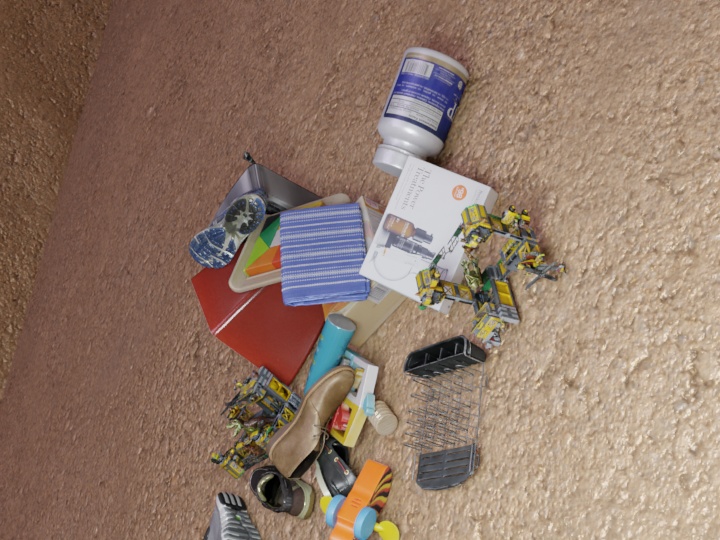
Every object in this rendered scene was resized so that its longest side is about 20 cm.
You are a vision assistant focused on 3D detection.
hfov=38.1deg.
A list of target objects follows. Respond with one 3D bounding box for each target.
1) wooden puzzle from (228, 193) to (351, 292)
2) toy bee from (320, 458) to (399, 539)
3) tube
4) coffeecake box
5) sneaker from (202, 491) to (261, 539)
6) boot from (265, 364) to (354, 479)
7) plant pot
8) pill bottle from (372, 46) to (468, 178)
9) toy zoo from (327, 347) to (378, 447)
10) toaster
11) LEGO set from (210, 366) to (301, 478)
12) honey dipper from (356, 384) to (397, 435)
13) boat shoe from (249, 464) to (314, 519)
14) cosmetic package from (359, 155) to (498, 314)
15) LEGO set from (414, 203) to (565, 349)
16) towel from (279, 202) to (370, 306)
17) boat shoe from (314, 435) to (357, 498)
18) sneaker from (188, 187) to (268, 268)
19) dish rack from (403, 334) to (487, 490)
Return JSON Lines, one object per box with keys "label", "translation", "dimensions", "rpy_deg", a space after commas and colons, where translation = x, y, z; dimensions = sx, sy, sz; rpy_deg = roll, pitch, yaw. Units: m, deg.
{"label": "wooden puzzle", "translation": [-0.125, -0.053, 1.802], "dimensions": [0.197, 0.037, 0.187], "rpy_deg": [-10, 42, 31]}
{"label": "toy bee", "translation": [-0.018, 0.379, 1.524], "dimensions": [0.198, 0.110, 0.130], "rpy_deg": [-33, 46, -22]}
{"label": "tube", "translation": [-0.065, 0.170, 1.707], "dimensions": [0.078, 0.050, 0.203], "rpy_deg": [-59, -8, -70]}
{"label": "coffeecake box", "translation": [0.000, 0.000, 1.773], "dimensions": [0.154, 0.072, 0.202], "rpy_deg": [-47, 36, 28]}
{"label": "sneaker", "translation": [-0.231, 0.488, 1.826], "dimensions": [0.117, 0.074, 0.200], "rpy_deg": [-64, 21, 13]}
{"label": "boot", "translation": [-0.064, 0.239, 1.623], "dimensions": [0.201, 0.073, 0.076], "rpy_deg": [-53, 44, 11]}
{"label": "plant pot", "translation": [-0.164, 0.053, 1.899], "dimensions": [0.176, 0.200, 0.200], "rpy_deg": [-45, 35, 7]}
{"label": "pill bottle", "translation": [0.096, -0.258, 1.752], "dimensions": [0.119, 0.118, 0.203], "rpy_deg": [15, 83, 59]}
{"label": "toy zoo", "translation": [-0.024, 0.199, 1.675], "dimensions": [0.200, 0.020, 0.134], "rpy_deg": [25, 97, 66]}
{"label": "toaster", "translation": [-0.183, -0.090, 1.998], "dimensions": [0.182, 0.198, 0.119], "rpy_deg": [-52, 29, 20]}
{"label": "LEGO set", "translation": [-0.201, 0.260, 1.822], "dimensions": [0.199, 0.115, 0.155], "rpy_deg": [-33, 21, 52]}
{"label": "honey dipper", "translation": [0.006, 0.200, 1.674], "dimensions": [0.038, 0.038, 0.200], "rpy_deg": [-61, 29, 9]}
{"label": "boat shoe", "translation": [-0.146, 0.366, 1.766], "dimensions": [0.199, 0.064, 0.075], "rpy_deg": [2, 73, 59]}
{"label": "cosmetic package", "translation": [0.104, -0.056, 1.605], "dimensions": [0.149, 0.052, 0.203], "rpy_deg": [23, 90, 24]}
{"label": "LEGO set", "translation": [0.170, 0.018, 1.430], "dimensions": [0.200, 0.152, 0.117], "rpy_deg": [-48, 36, 34]}
{"label": "towel", "translation": [-0.060, -0.026, 1.708], "dimensions": [0.024, 0.142, 0.203], "rpy_deg": [84, -179, -50]}
{"label": "boat shoe", "translation": [-0.046, 0.302, 1.662], "dimensions": [0.063, 0.074, 0.202], "rpy_deg": [-33, 27, -1]}
{"label": "sneaker", "translation": [-0.229, -0.077, 1.878], "dimensions": [0.199, 0.077, 0.086], "rpy_deg": [-36, 15, 32]}
{"label": "dish rack", "translation": [0.114, 0.205, 1.472], "dimensions": [0.153, 0.054, 0.204], "rpy_deg": [-27, 49, 55]}
